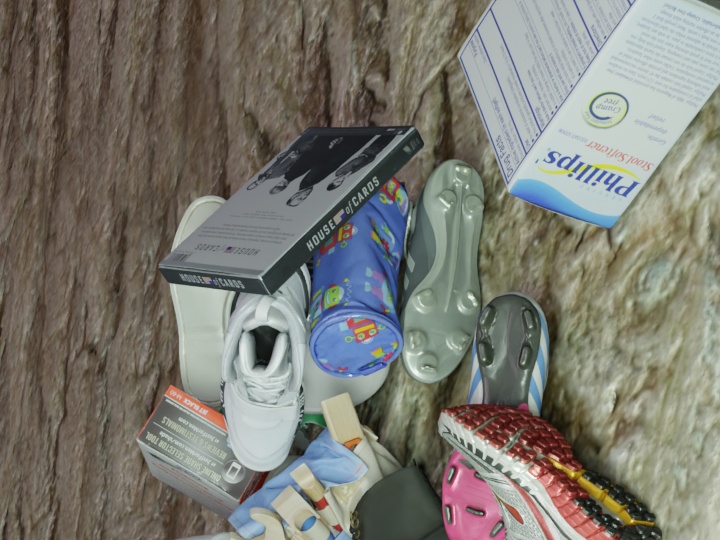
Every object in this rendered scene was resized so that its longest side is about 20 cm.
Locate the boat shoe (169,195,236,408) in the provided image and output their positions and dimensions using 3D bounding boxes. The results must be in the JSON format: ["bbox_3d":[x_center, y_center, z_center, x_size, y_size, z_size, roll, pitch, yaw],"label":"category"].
[{"bbox_3d":[-0.138,0.027,1.725,0.062,0.074,0.202,-64,-31,-79],"label":"boat shoe"}]

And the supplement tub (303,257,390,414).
[{"bbox_3d":[-0.039,0.016,1.653,0.140,0.139,0.201,-49,27,39],"label":"supplement tub"}]

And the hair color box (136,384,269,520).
[{"bbox_3d":[-0.142,0.178,1.706,0.064,0.110,0.200,-59,-5,-13],"label":"hair color box"}]

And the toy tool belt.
[{"bbox_3d":[-0.055,0.204,1.524,0.200,0.123,0.125,-42,23,-10],"label":"toy tool belt"}]

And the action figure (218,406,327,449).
[{"bbox_3d":[-0.054,0.075,1.726,0.055,0.117,0.201,95,-172,-50],"label":"action figure"}]

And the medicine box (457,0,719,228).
[{"bbox_3d":[0.180,-0.171,1.387,0.201,0.102,0.183,-56,30,31],"label":"medicine box"}]

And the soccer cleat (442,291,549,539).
[{"bbox_3d":[0.112,0.118,1.392,0.086,0.069,0.202,28,-108,-71],"label":"soccer cleat"}]

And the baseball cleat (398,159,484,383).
[{"bbox_3d":[0.066,0.008,1.567,0.106,0.069,0.202,137,148,-68],"label":"baseball cleat"}]

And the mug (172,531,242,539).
[{"bbox_3d":[-0.173,0.315,1.572,0.152,0.188,0.150,-3,37,24],"label":"mug"}]

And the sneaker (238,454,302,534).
[{"bbox_3d":[-0.076,0.276,1.657,0.202,0.073,0.115,-70,23,3],"label":"sneaker"}]

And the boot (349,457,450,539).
[{"bbox_3d":[-0.001,0.246,1.420,0.199,0.078,0.139,-29,44,-8],"label":"boot"}]

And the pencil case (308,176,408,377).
[{"bbox_3d":[0.000,0.000,1.526,0.078,0.087,0.201,-25,38,24],"label":"pencil case"}]

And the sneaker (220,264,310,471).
[{"bbox_3d":[-0.082,0.091,1.501,0.115,0.074,0.202,-81,-2,-68],"label":"sneaker"}]

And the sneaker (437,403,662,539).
[{"bbox_3d":[0.118,0.163,1.285,0.200,0.077,0.083,43,121,39],"label":"sneaker"}]

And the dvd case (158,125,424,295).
[{"bbox_3d":[-0.058,-0.054,1.516,0.150,0.025,0.200,5,44,51],"label":"dvd case"}]
